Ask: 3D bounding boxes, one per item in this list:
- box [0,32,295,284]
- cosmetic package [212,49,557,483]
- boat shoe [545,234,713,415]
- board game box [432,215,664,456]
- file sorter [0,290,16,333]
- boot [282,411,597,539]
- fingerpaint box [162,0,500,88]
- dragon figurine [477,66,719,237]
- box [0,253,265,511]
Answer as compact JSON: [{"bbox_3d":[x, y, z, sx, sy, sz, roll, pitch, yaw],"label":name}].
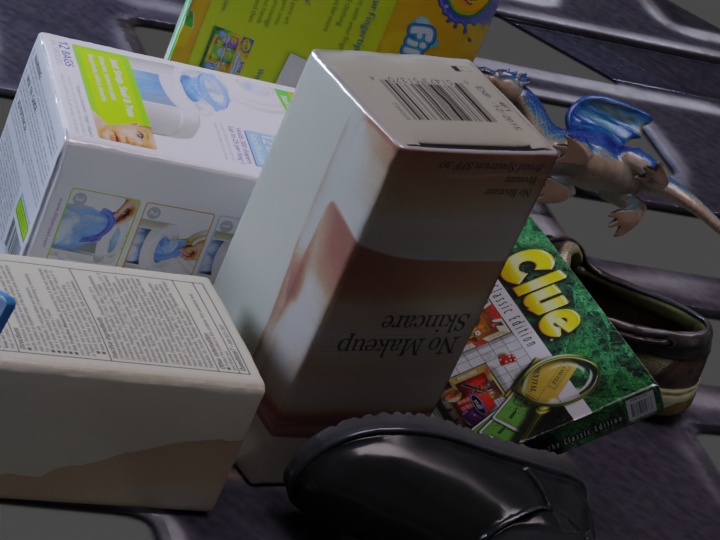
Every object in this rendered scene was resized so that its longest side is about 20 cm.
[{"bbox_3d":[-0.083,-0.037,1.316,0.200,0.101,0.113,11,31,-23],"label":"box"},{"bbox_3d":[0.000,0.000,1.212,0.103,0.200,0.087,-2,38,-37],"label":"cosmetic package"},{"bbox_3d":[0.108,0.010,1.419,0.200,0.065,0.073,25,30,5],"label":"boat shoe"},{"bbox_3d":[0.071,0.031,1.319,0.105,0.023,0.200,-21,37,-9],"label":"board game box"},{"bbox_3d":[-0.269,0.024,0.990,0.200,0.139,0.123,29,3,9],"label":"file sorter"},{"bbox_3d":[0.066,0.157,1.145,0.165,0.066,0.200,7,37,-26],"label":"boot"},{"bbox_3d":[-0.017,-0.145,1.449,0.167,0.200,0.073,19,27,-7],"label":"fingerpaint box"},{"bbox_3d":[0.155,-0.074,1.609,0.200,0.059,0.099,16,29,-12],"label":"dragon figurine"},{"bbox_3d":[-0.156,0.048,1.138,0.200,0.078,0.095,8,32,-28],"label":"box"}]
